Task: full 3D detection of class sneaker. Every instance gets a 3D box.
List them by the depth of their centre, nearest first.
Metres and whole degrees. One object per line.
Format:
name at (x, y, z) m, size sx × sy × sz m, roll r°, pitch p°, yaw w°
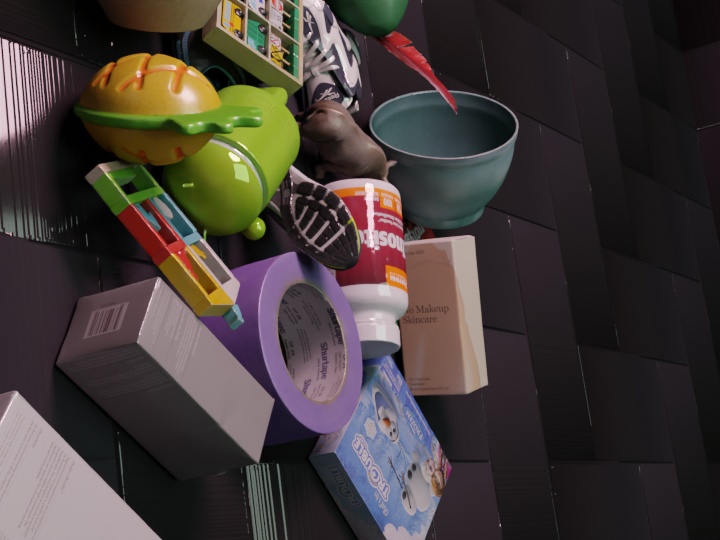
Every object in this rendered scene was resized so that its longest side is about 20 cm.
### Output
sneaker at (-0.060, -0.065, 1.555) m, size 0.200 × 0.074 × 0.081 m, roll 46°, pitch 0°, yaw 34°
sneaker at (-0.142, -0.233, 1.578) m, size 0.199 × 0.073 × 0.083 m, roll 12°, pitch 70°, yaw -46°
sneaker at (-0.055, -0.255, 1.717) m, size 0.199 × 0.079 × 0.130 m, roll 34°, pitch 39°, yaw -63°

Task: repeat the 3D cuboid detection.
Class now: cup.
cup at (-0.207, -0.326, 1.412) m, size 0.200 × 0.199 × 0.144 m, roll -35°, pitch 135°, yaw -59°

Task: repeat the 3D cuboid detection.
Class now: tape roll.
tape roll at (-0.085, 0.086, 1.508) m, size 0.200 × 0.085 × 0.201 m, roll 33°, pitch 49°, yaw -49°

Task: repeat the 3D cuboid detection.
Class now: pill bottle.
pill bottle at (0.000, 0.000, 1.663) m, size 0.113 × 0.112 × 0.201 m, roll 23°, pitch 57°, yaw -54°

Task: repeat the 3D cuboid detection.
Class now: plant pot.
plant pot at (0.112, -0.141, 1.868) m, size 0.201 × 0.199 × 0.135 m, roll -57°, pitch 152°, yaw -53°

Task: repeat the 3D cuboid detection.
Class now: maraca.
maraca at (-0.188, -0.153, 1.336) m, size 0.137 × 0.199 × 0.108 m, roll -26°, pitch 122°, yaw -50°

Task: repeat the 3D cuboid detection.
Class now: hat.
hat at (0.008, -0.303, 1.749) m, size 0.166 × 0.199 × 0.177 m, roll 39°, pitch 51°, yaw -63°

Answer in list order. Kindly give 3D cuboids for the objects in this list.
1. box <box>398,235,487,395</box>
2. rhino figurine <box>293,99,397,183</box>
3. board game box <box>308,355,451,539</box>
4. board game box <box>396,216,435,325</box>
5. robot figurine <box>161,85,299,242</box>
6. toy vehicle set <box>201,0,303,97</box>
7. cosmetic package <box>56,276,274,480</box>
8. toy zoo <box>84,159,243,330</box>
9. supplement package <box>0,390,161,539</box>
box at (0.104, 0.059, 1.804) m, size 0.078 × 0.094 × 0.201 m, roll -12°, pitch 95°, yaw -63°
rhino figurine at (-0.017, -0.146, 1.726) m, size 0.200 × 0.087 × 0.060 m, roll 40°, pitch 45°, yaw -45°
board game box at (0.030, 0.234, 1.678) m, size 0.201 × 0.043 × 0.199 m, roll 61°, pitch 34°, yaw -24°
board game box at (0.060, -0.009, 1.865) m, size 0.103 × 0.019 × 0.200 m, roll 66°, pitch 31°, yaw -13°
robot figurine at (-0.137, -0.119, 1.472) m, size 0.200 × 0.115 × 0.176 m, roll -62°, pitch 145°, yaw -44°
toy vehicle set at (-0.119, -0.300, 1.559) m, size 0.124 × 0.026 × 0.201 m, roll 31°, pitch 39°, yaw -33°
cosmetic package at (-0.181, 0.108, 1.312) m, size 0.200 × 0.106 × 0.091 m, roll 51°, pitch 36°, yaw -38°
toy zoo at (-0.180, -0.024, 1.346) m, size 0.200 × 0.020 × 0.131 m, roll 51°, pitch 10°, yaw -1°
supplement package at (-0.282, 0.237, 1.035) m, size 0.200 × 0.146 × 0.192 m, roll 54°, pitch 36°, yaw -32°
